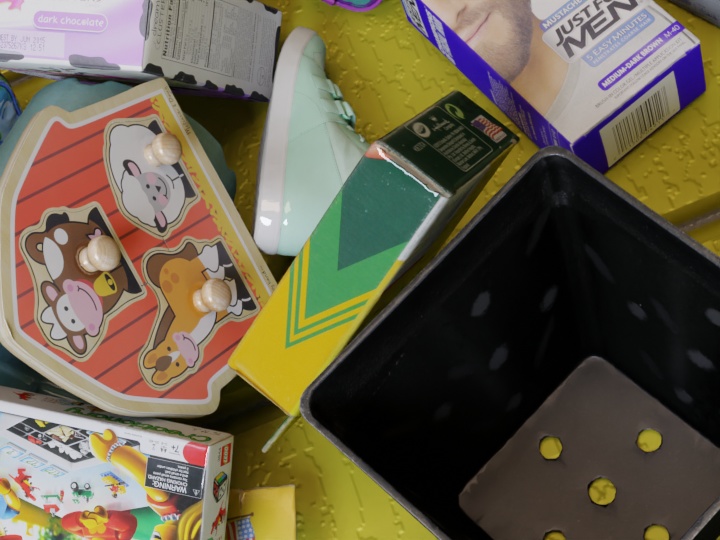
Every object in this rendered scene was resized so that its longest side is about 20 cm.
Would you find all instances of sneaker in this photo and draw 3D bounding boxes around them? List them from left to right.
[{"bbox_3d":[-0.007,-0.081,1.025,0.118,0.074,0.201,8,48,-7],"label":"sneaker"}]

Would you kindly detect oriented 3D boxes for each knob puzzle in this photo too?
[{"bbox_3d":[-0.127,-0.006,0.865,0.030,0.220,0.220,-21,55,39],"label":"knob puzzle"}]

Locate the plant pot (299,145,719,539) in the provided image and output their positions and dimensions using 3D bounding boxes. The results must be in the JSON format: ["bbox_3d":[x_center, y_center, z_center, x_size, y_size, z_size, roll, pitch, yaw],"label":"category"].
[{"bbox_3d":[0.123,0.093,0.825,0.200,0.177,0.200,-46,60,-9],"label":"plant pot"}]

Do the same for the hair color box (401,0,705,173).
[{"bbox_3d":[0.123,-0.162,1.022,0.109,0.065,0.200,-39,58,-5],"label":"hair color box"}]

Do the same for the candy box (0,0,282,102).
[{"bbox_3d":[-0.170,-0.162,1.023,0.168,0.200,0.072,8,93,20],"label":"candy box"}]

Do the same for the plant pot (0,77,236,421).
[{"bbox_3d":[-0.178,-0.002,0.964,0.200,0.200,0.196,9,59,20],"label":"plant pot"}]

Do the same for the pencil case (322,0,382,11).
[{"bbox_3d":[-0.006,-0.291,1.113,0.092,0.085,0.200,-31,43,54],"label":"pencil case"}]

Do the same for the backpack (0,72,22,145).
[{"bbox_3d":[-0.328,-0.077,1.068,0.154,0.163,0.200,7,59,10],"label":"backpack"}]

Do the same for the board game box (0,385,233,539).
[{"bbox_3d":[-0.173,0.139,0.878,0.200,0.035,0.126,9,99,20],"label":"board game box"}]

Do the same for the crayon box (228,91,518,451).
[{"bbox_3d":[0.000,0.000,0.874,0.051,0.127,0.200,38,118,7],"label":"crayon box"}]

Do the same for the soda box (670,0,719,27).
[{"bbox_3d":[0.201,-0.237,1.034,0.200,0.068,0.063,36,78,29],"label":"soda box"}]

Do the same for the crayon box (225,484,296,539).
[{"bbox_3d":[-0.127,0.205,0.913,0.200,0.051,0.127,-8,62,13],"label":"crayon box"}]
